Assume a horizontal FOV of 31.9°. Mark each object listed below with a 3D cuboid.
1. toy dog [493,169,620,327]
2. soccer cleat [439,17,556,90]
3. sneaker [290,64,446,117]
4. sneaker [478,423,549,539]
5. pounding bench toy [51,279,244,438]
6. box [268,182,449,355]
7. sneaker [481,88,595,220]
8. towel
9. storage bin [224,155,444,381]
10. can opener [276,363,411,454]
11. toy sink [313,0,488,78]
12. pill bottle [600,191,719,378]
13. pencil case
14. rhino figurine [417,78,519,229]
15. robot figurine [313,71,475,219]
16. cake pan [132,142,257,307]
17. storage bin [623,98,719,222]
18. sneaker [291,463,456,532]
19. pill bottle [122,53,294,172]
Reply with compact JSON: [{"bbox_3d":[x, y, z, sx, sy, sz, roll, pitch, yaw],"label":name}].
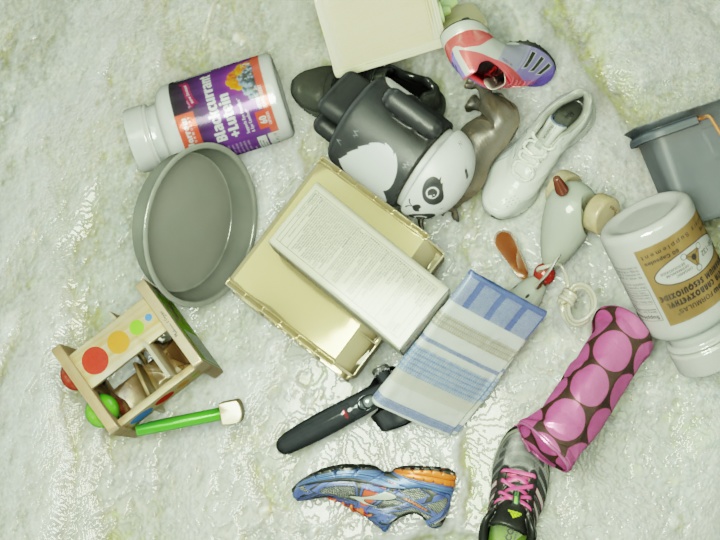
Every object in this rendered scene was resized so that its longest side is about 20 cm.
[{"bbox_3d":[0.227,-0.037,1.521,0.131,0.096,0.201,5,73,42],"label":"toy dog"},{"bbox_3d":[0.174,-0.245,1.534,0.068,0.199,0.074,-31,63,34],"label":"soccer cleat"},{"bbox_3d":[0.009,-0.232,1.587,0.198,0.091,0.077,4,77,6],"label":"sneaker"},{"bbox_3d":[0.181,0.280,1.483,0.073,0.087,0.201,12,81,7],"label":"sneaker"},{"bbox_3d":[-0.253,0.144,1.524,0.156,0.124,0.200,-38,79,-2],"label":"pounding bench toy"},{"bbox_3d":[0.000,0.000,1.458,0.200,0.078,0.095,40,85,10],"label":"box"},{"bbox_3d":[0.217,-0.151,1.557,0.074,0.087,0.200,36,86,9],"label":"sneaker"},{"bbox_3d":[0.116,0.101,1.480,0.201,0.146,0.024,-54,39,13],"label":"towel"},{"bbox_3d":[-0.028,0.000,1.548,0.198,0.094,0.200,37,85,9],"label":"storage bin"},{"bbox_3d":[-0.012,0.173,1.531,0.199,0.063,0.079,-24,79,0],"label":"can opener"},{"bbox_3d":[0.045,-0.333,1.561,0.199,0.131,0.113,-15,115,3],"label":"toy sink"},{"bbox_3d":[0.372,0.019,1.474,0.114,0.114,0.201,-30,105,-1],"label":"pill bottle"},{"bbox_3d":[0.261,0.138,1.481,0.093,0.091,0.200,14,57,51],"label":"pencil case"},{"bbox_3d":[0.126,-0.137,1.566,0.087,0.060,0.201,35,99,28],"label":"rhino figurine"},{"bbox_3d":[0.040,-0.147,1.494,0.200,0.150,0.125,37,101,8],"label":"robot figurine"},{"bbox_3d":[-0.203,-0.057,1.533,0.037,0.200,0.202,11,80,35],"label":"cake pan"},{"bbox_3d":[0.441,-0.137,1.518,0.199,0.146,0.135,-19,89,1],"label":"storage bin"},{"bbox_3d":[0.015,0.273,1.508,0.198,0.075,0.079,1,83,6],"label":"sneaker"},{"bbox_3d":[-0.192,-0.192,1.585,0.199,0.111,0.112,-18,79,2],"label":"pill bottle"}]
